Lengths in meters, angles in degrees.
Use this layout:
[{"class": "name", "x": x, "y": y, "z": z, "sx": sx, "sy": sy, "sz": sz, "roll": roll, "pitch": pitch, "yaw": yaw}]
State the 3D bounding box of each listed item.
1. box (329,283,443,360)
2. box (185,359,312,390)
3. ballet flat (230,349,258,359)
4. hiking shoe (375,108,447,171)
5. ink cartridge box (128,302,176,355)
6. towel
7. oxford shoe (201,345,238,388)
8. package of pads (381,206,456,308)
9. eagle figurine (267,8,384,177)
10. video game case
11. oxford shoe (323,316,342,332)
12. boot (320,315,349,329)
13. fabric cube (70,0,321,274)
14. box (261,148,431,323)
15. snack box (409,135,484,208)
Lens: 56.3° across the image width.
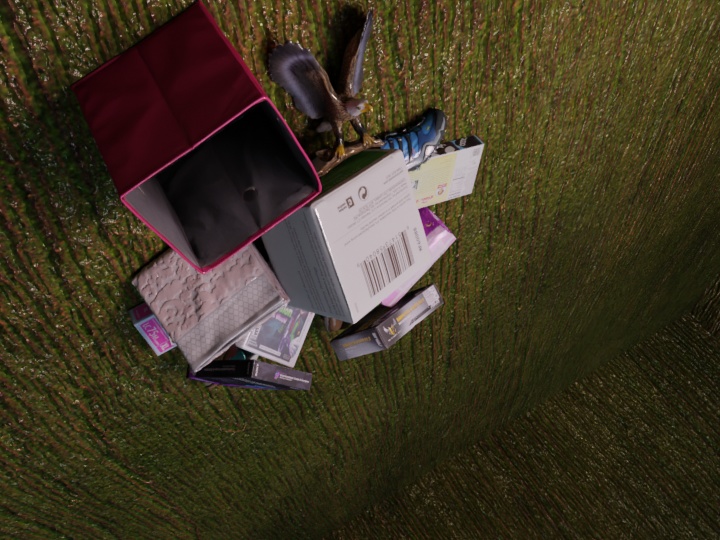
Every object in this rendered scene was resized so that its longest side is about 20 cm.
[{"class": "box", "x": 0.055, "y": 0.105, "z": 1.380, "sx": 0.199, "sy": 0.049, "sz": 0.157, "roll": -33, "pitch": -173, "yaw": -40}, {"class": "box", "x": -0.207, "y": 0.194, "z": 1.241, "sx": 0.198, "sy": 0.037, "sz": 0.142, "roll": -10, "pitch": 157, "yaw": 41}, {"class": "ballet flat", "x": -0.226, "y": 0.150, "z": 1.385, "sx": 0.069, "sy": 0.070, "sz": 0.201, "roll": -13, "pitch": 147, "yaw": -33}, {"class": "hiking shoe", "x": 0.068, "y": -0.209, "z": 1.150, "sx": 0.087, "sy": 0.074, "sz": 0.201, "roll": 42, "pitch": 83, "yaw": -22}, {"class": "ink cartridge box", "x": -0.299, "y": 0.067, "z": 1.208, "sx": 0.198, "sy": 0.042, "sz": 0.120, "roll": -30, "pitch": 149, "yaw": -13}, {"class": "towel", "x": -0.241, "y": 0.030, "z": 1.073, "sx": 0.199, "sy": 0.192, "sz": 0.032, "roll": -37, "pitch": 172, "yaw": 4}, {"class": "oxford shoe", "x": -0.294, "y": 0.164, "z": 1.342, "sx": 0.073, "sy": 0.071, "sz": 0.201, "roll": 16, "pitch": 131, "yaw": -19}, {"class": "package of pads", "x": 0.083, "y": -0.035, "z": 1.343, "sx": 0.200, "sy": 0.121, "sz": 0.076, "roll": -47, "pitch": 151, "yaw": 7}, {"class": "eagle figurine", "x": -0.032, "y": -0.257, "z": 0.966, "sx": 0.152, "sy": 0.149, "sz": 0.202, "roll": -59, "pitch": 138, "yaw": -48}, {"class": "video game case", "x": -0.132, "y": 0.067, "z": 1.187, "sx": 0.184, "sy": 0.023, "sz": 0.200, "roll": -69, "pitch": 156, "yaw": -9}, {"class": "oxford shoe", "x": -0.011, "y": 0.034, "z": 1.288, "sx": 0.202, "sy": 0.084, "sz": 0.073, "roll": -66, "pitch": 165, "yaw": 9}, {"class": "boot", "x": 0.015, "y": 0.051, "z": 1.434, "sx": 0.145, "sy": 0.071, "sz": 0.200, "roll": -34, "pitch": 179, "yaw": 30}, {"class": "fabric cube", "x": -0.196, "y": -0.159, "z": 0.835, "sx": 0.199, "sy": 0.200, "sz": 0.197, "roll": -34, "pitch": 149, "yaw": -1}, {"class": "box", "x": -0.028, "y": -0.062, "z": 1.052, "sx": 0.198, "sy": 0.170, "sz": 0.202, "roll": -36, "pitch": 119, "yaw": -33}, {"class": "snack box", "x": 0.140, "y": -0.182, "z": 1.287, "sx": 0.198, "sy": 0.037, "sz": 0.117, "roll": -18, "pitch": 138, "yaw": -27}]
